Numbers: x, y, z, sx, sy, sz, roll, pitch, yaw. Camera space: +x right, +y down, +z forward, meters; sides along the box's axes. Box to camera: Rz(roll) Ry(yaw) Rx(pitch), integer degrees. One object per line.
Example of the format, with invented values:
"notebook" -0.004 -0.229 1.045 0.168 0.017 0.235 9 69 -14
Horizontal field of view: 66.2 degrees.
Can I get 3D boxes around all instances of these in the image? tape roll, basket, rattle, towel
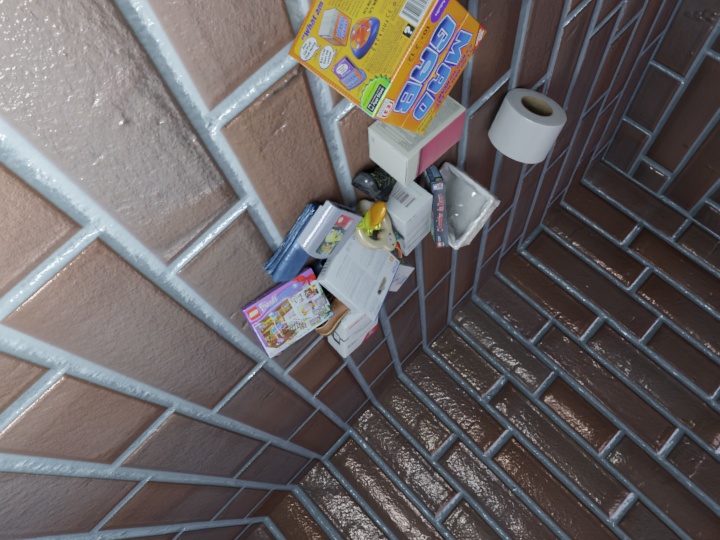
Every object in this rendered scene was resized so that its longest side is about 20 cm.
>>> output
"tape roll" 0.520 -0.453 1.723 0.202 0.202 0.140 -31 155 -37
"basket" 0.303 -0.203 1.740 0.199 0.199 0.160 -55 164 18
"rattle" 0.083 -0.109 1.418 0.142 0.199 0.131 -31 -146 37
"towel" -0.140 -0.065 1.286 0.201 0.048 0.111 -55 162 13

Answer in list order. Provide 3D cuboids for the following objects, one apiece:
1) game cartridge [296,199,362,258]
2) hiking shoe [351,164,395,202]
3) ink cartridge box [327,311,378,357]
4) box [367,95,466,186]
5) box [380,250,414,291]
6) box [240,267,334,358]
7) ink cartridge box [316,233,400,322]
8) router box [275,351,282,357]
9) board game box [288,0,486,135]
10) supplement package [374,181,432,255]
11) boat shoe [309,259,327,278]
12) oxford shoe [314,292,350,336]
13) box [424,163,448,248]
"game cartridge" -0.070 -0.090 1.278 0.134 0.041 0.200 -51 164 12
"hiking shoe" 0.041 -0.231 1.350 0.102 0.075 0.200 -61 167 9
"ink cartridge box" -0.022 0.148 1.638 0.145 0.083 0.201 -38 155 -24
"box" 0.129 -0.317 1.277 0.200 0.128 0.109 -42 159 -16
"box" 0.068 -0.011 1.710 0.102 0.112 0.199 -51 159 13
"box" -0.177 0.102 1.364 0.199 0.138 0.039 -32 -163 -20
"ink cartridge box" 0.000 0.000 1.445 0.200 0.043 0.198 44 59 -32
"router box" -0.209 0.134 1.477 0.150 0.062 0.201 -44 159 -16
"board game box" 0.046 -0.375 0.906 0.201 0.199 0.199 -57 158 22
"supplement package" 0.123 -0.156 1.562 0.117 0.117 0.201 -45 160 -15
"boat shoe" -0.043 -0.029 1.481 0.199 0.085 0.069 -36 180 -36
"oxford shoe" -0.061 0.084 1.493 0.202 0.071 0.071 -60 152 -5
"box" 0.217 -0.185 1.580 0.037 0.137 0.202 -9 120 1
